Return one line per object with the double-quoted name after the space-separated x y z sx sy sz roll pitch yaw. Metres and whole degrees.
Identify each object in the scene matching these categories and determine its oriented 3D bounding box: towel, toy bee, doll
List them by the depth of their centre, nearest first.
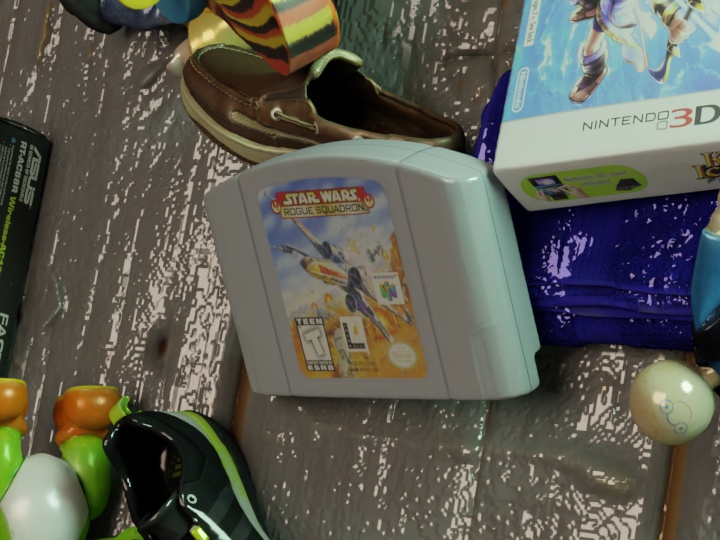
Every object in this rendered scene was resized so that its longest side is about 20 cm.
0.206 0.011 1.092 0.200 0.137 0.049 -36 21 11 "doll"
0.139 -0.034 1.196 0.199 0.049 0.148 2 79 37 "towel"
-0.094 -0.187 1.283 0.199 0.109 0.131 18 48 25 "toy bee"

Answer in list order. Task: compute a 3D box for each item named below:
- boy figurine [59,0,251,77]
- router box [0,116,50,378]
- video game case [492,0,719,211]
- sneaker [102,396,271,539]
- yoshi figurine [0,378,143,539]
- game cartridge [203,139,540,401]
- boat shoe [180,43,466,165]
-0.084 -0.172 1.394 0.199 0.064 0.125 3 76 40 "boy figurine"
-0.281 0.004 1.489 0.149 0.062 0.201 3 79 36 "router box"
0.166 -0.134 1.174 0.181 0.045 0.201 -6 59 32 "video game case"
-0.088 0.154 1.289 0.072 0.083 0.200 -44 56 19 "sneaker"
-0.180 0.161 1.344 0.112 0.112 0.201 -4 77 29 "yoshi figurine"
0.000 0.000 1.247 0.199 0.041 0.134 -2 110 45 "game cartridge"
-0.016 -0.089 1.302 0.202 0.075 0.075 29 130 31 "boat shoe"
